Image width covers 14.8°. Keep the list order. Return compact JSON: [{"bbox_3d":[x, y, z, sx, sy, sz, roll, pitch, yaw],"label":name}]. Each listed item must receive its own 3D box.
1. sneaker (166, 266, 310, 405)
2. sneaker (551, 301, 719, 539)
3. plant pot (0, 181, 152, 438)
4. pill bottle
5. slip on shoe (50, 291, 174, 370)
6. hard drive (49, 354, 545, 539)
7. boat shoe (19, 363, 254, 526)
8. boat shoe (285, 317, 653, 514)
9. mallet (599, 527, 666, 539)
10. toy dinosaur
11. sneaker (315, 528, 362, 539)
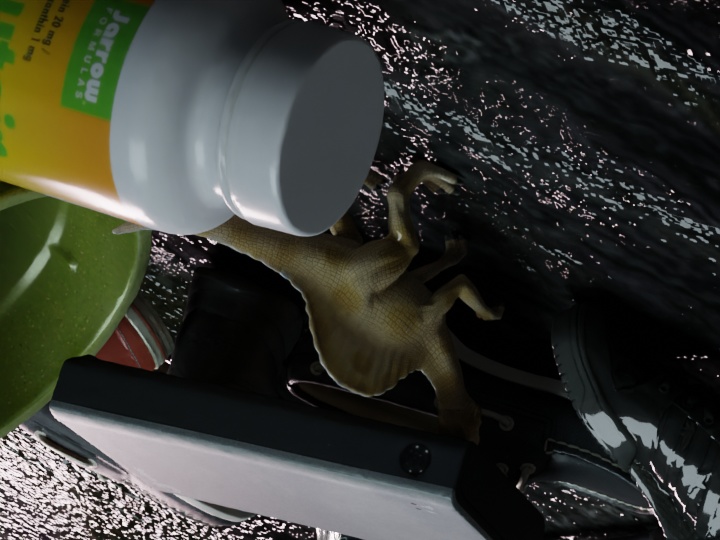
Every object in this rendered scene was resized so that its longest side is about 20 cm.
[{"bbox_3d":[-0.068,0.078,1.439,0.076,0.091,0.200,16,155,20],"label":"sneaker"},{"bbox_3d":[0.174,0.084,1.208,0.104,0.060,0.200,-30,93,25],"label":"sneaker"},{"bbox_3d":[-0.231,-0.032,1.277,0.190,0.200,0.200,49,164,22],"label":"plant pot"},{"bbox_3d":[-0.096,-0.079,1.123,0.199,0.111,0.111,17,154,26],"label":"pill bottle"},{"bbox_3d":[-0.174,0.003,1.403,0.200,0.061,0.074,37,160,39],"label":"slip on shoe"},{"bbox_3d":[-0.027,0.090,1.269,0.199,0.033,0.140,11,164,22],"label":"hard drive"},{"bbox_3d":[-0.143,0.082,1.535,0.200,0.074,0.060,34,130,-5],"label":"boat shoe"},{"bbox_3d":[0.060,0.076,1.325,0.199,0.060,0.076,25,156,11],"label":"boat shoe"},{"bbox_3d":[0.105,0.162,1.487,0.066,0.041,0.200,36,151,-31],"label":"mallet"},{"bbox_3d":[0.000,0.000,1.182,0.200,0.101,0.058,36,152,-24],"label":"toy dinosaur"},{"bbox_3d":[0.004,0.117,1.455,0.086,0.077,0.200,60,154,33],"label":"sneaker"}]
